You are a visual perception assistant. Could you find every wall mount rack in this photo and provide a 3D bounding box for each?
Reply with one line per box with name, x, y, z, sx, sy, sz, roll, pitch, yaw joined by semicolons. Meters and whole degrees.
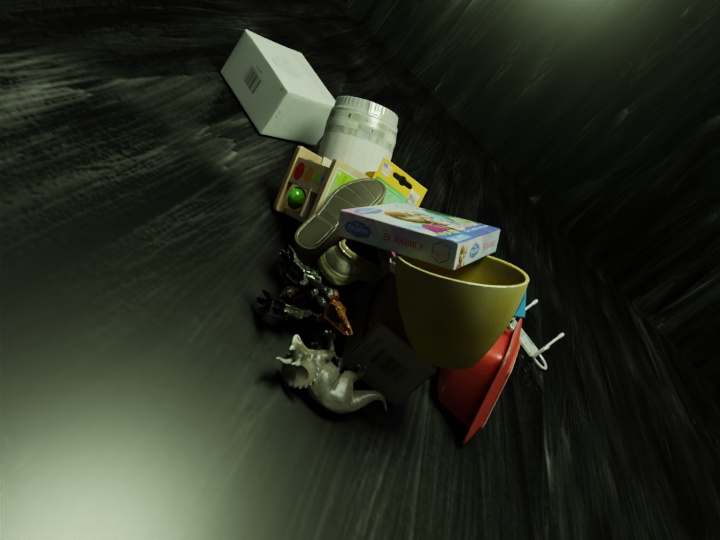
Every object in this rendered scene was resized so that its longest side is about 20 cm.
wall mount rack;0.472;0.161;1.503;0.202;0.074;0.172;56;29;15

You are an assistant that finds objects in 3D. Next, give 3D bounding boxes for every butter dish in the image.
butter dish;0.198;0.174;1.022;0.145;0.205;0.199;26;24;16

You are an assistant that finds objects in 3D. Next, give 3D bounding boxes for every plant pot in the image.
plant pot;0.137;0.059;0.819;0.193;0.147;0.201;8;15;-2

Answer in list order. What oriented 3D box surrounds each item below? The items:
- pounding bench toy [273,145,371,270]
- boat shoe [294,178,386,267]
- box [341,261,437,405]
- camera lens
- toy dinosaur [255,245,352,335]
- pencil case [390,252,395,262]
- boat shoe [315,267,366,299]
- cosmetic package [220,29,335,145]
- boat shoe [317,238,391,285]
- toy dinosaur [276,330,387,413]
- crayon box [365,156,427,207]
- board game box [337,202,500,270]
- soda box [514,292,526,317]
pounding bench toy;-0.081;-0.103;1.030;0.122;0.205;0.155;20;5;-42
boat shoe;-0.035;-0.082;0.934;0.198;0.069;0.072;-38;63;-24
box;0.058;0.103;0.955;0.127;0.109;0.202;38;29;-13
camera lens;-0.012;-0.247;1.187;0.155;0.206;0.160;16;2;-1
toy dinosaur;-0.073;0.035;0.839;0.134;0.196;0.105;25;77;-44
pencil case;0.110;-0.007;1.095;0.201;0.091;0.093;70;-3;-66
boat shoe;0.000;-0.002;0.989;0.065;0.076;0.197;31;37;31
cosmetic package;-0.181;-0.415;1.278;0.198;0.123;0.202;-5;56;-55
boat shoe;0.007;-0.023;0.896;0.074;0.063;0.199;50;27;10
toy dinosaur;-0.046;0.159;0.797;0.201;0.076;0.103;48;43;-21
crayon box;0.037;-0.107;1.116;0.124;0.204;0.051;30;-5;-27
board game box;0.096;-0.061;0.864;0.195;0.042;0.198;18;18;27
soda box;0.232;0.057;1.058;0.066;0.199;0.066;7;83;-18
